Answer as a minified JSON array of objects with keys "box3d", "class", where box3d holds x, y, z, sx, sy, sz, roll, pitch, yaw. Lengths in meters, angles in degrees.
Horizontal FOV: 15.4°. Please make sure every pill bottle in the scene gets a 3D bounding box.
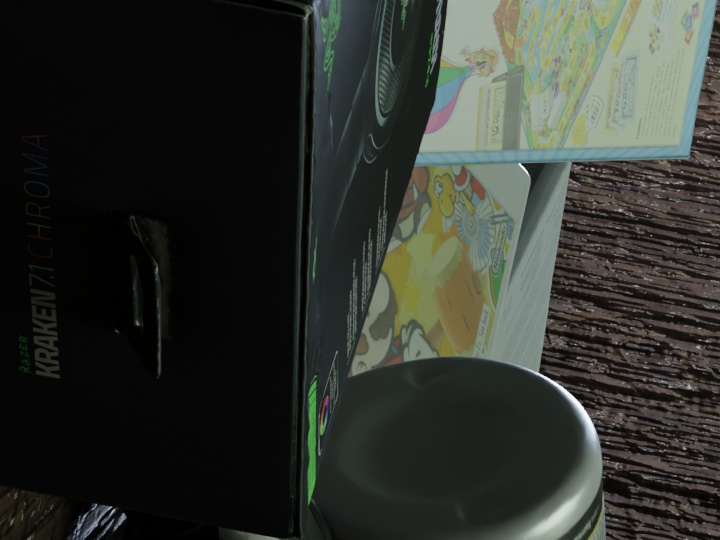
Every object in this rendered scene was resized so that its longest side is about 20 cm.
[{"box3d":[0.034,0.141,0.959,0.114,0.114,0.200,-70,159,-55],"class":"pill bottle"}]

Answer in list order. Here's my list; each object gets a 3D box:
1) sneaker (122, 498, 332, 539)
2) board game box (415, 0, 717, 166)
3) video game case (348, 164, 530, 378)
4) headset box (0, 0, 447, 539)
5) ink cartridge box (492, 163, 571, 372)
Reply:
[{"box3d":[-0.053,0.061,0.846,0.091,0.076,0.200,10,77,-70],"class":"sneaker"},{"box3d":[0.064,-0.135,0.864,0.034,0.134,0.200,30,-64,51],"class":"board game box"},{"box3d":[0.000,0.000,1.018,0.182,0.023,0.200,46,49,-45],"class":"video game case"},{"box3d":[-0.038,-0.056,0.682,0.200,0.093,0.174,-71,169,-47],"class":"headset box"},{"box3d":[0.046,0.061,1.220,0.162,0.050,0.200,-60,163,-53],"class":"ink cartridge box"}]
